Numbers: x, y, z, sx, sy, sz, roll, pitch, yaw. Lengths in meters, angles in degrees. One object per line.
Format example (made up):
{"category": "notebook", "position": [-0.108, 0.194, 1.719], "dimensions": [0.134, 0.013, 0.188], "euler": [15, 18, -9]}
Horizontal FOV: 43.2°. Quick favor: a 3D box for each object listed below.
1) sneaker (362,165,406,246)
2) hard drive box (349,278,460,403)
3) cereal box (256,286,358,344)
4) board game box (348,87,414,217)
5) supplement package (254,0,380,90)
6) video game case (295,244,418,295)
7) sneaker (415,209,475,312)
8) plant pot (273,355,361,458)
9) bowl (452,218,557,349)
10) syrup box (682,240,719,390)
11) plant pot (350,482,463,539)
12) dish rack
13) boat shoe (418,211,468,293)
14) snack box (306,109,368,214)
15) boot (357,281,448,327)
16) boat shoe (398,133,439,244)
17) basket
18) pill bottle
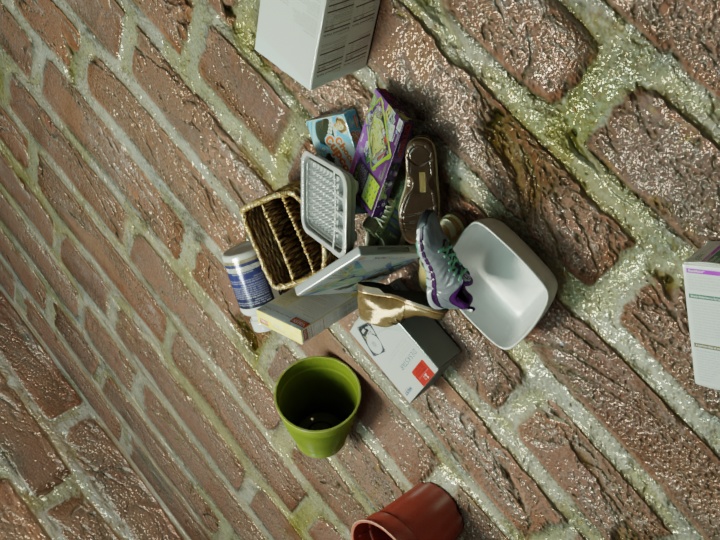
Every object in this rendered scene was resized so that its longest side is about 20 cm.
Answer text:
{"category": "sneaker", "position": [0.047, -0.098, 1.726], "dimensions": [0.067, 0.089, 0.202], "euler": [44, 141, 35]}
{"category": "hard drive box", "position": [0.089, 0.144, 1.859], "dimensions": [0.200, 0.076, 0.156], "euler": [48, 142, 14]}
{"category": "cereal box", "position": [-0.103, 0.076, 1.932], "dimensions": [0.143, 0.199, 0.040], "euler": [21, 129, 40]}
{"category": "board game box", "position": [0.033, -0.213, 1.655], "dimensions": [0.120, 0.032, 0.201], "euler": [52, 136, 38]}
{"category": "supplement package", "position": [-0.072, -0.454, 1.578], "dimensions": [0.151, 0.150, 0.201], "euler": [39, 138, 23]}
{"category": "video game case", "position": [0.000, 0.000, 1.753], "dimensions": [0.199, 0.181, 0.022], "euler": [-31, 70, 42]}
{"category": "sneaker", "position": [0.154, -0.017, 1.573], "dimensions": [0.087, 0.075, 0.202], "euler": [9, 132, 30]}
{"category": "plant pot", "position": [-0.096, 0.339, 2.131], "dimensions": [0.200, 0.200, 0.194], "euler": [37, 149, 27]}
{"category": "bowl", "position": [0.248, 0.017, 1.591], "dimensions": [0.200, 0.074, 0.201], "euler": [47, 141, 16]}
{"category": "syrup box", "position": [0.524, 0.066, 1.301], "dimensions": [0.081, 0.078, 0.202], "euler": [10, 121, 45]}
{"category": "plant pot", "position": [0.116, 0.588, 2.029], "dimensions": [0.200, 0.194, 0.203], "euler": [29, 134, 34]}
{"category": "dish rack", "position": [-0.057, -0.132, 1.758], "dimensions": [0.200, 0.043, 0.174], "euler": [36, 131, 53]}
{"category": "boat shoe", "position": [0.136, -0.022, 1.690], "dimensions": [0.071, 0.076, 0.201], "euler": [37, 140, 22]}
{"category": "snack box", "position": [-0.029, -0.210, 1.788], "dimensions": [0.115, 0.037, 0.202], "euler": [-1, 113, 48]}
{"category": "boot", "position": [0.080, 0.076, 1.745], "dimensions": [0.198, 0.073, 0.076], "euler": [12, 100, 34]}
{"category": "boat shoe", "position": [0.112, -0.150, 1.643], "dimensions": [0.074, 0.075, 0.204], "euler": [9, 120, 6]}
{"category": "basket", "position": [-0.134, -0.076, 1.909], "dimensions": [0.142, 0.148, 0.202], "euler": [-6, 109, 51]}
{"category": "pill bottle", "position": [-0.245, 0.038, 2.144], "dimensions": [0.110, 0.111, 0.202], "euler": [2, 115, 48]}
